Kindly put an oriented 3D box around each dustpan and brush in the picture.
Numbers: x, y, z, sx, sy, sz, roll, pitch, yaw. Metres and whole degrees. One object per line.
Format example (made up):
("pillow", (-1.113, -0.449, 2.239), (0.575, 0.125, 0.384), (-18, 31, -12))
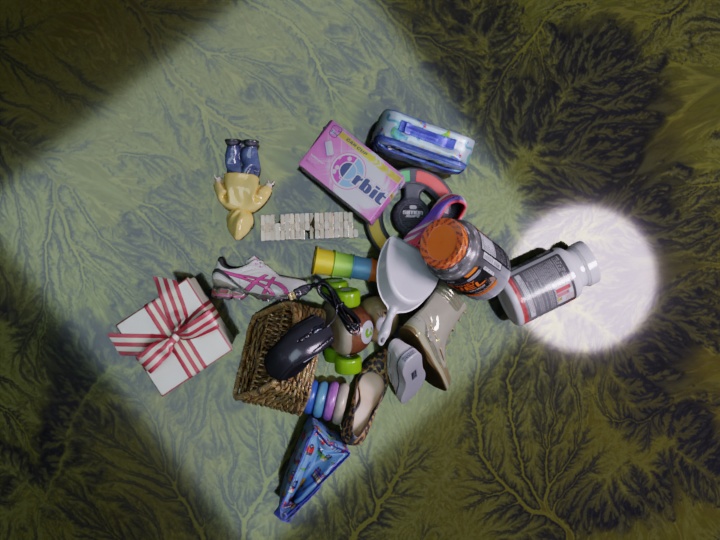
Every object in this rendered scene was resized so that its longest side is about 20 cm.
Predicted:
("dustpan and brush", (0.075, 0.052, 1.670), (0.139, 0.057, 0.202), (28, 62, -23))

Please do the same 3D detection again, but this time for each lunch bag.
("lunch bag", (-0.116, 0.407, 1.702), (0.094, 0.151, 0.201), (34, 88, -6))
("lunch bag", (0.122, -0.254, 1.700), (0.197, 0.161, 0.084), (18, 90, -7))

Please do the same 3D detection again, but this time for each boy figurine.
("boy figurine", (-0.235, -0.163, 1.716), (0.122, 0.064, 0.203), (-1, 93, -6))

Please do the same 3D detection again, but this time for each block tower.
("block tower", (-0.106, -0.091, 1.736), (0.197, 0.054, 0.059), (-1, 93, -6))

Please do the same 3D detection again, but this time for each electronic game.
("electronic game", (0.106, -0.112, 1.763), (0.197, 0.042, 0.203), (0, 92, -5))

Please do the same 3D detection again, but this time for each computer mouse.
("computer mouse", (-0.110, 0.101, 1.579), (0.199, 0.046, 0.141), (-33, 72, -10))

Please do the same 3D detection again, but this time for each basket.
("basket", (-0.157, 0.159, 1.658), (0.147, 0.143, 0.202), (16, 57, -6))

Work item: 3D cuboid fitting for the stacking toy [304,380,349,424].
("stacking toy", (-0.126, 0.252, 1.740), (0.197, 0.085, 0.087), (13, 91, 1))

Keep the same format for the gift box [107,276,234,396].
("gift box", (-0.367, 0.116, 1.650), (0.184, 0.187, 0.201), (-38, 96, -4))

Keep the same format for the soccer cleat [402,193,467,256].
("soccer cleat", (0.142, -0.072, 1.715), (0.068, 0.073, 0.201), (40, 89, -14))

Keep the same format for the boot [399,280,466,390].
("boot", (0.168, 0.137, 1.756), (0.155, 0.071, 0.201), (-51, 131, -28))

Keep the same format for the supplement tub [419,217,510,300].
("supplement tub", (0.204, -0.024, 1.664), (0.121, 0.199, 0.124), (-13, 65, 31))

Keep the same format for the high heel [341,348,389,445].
("high heel", (0.020, 0.256, 1.715), (0.071, 0.143, 0.202), (26, 89, -6))

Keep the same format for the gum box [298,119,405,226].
("gum box", (-0.021, -0.199, 1.717), (0.199, 0.066, 0.114), (38, 88, 7))

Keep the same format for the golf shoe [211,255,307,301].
("golf shoe", (-0.202, 0.017, 1.720), (0.197, 0.073, 0.094), (3, 90, -6))

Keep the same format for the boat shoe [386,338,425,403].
("boat shoe", (0.083, 0.202, 1.715), (0.072, 0.201, 0.066), (-40, 63, -15))

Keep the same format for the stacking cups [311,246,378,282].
("stacking cups", (0.000, 0.000, 1.749), (0.197, 0.060, 0.061), (12, 91, -8))

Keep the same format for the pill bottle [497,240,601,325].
("pill bottle", (0.387, 0.023, 1.758), (0.198, 0.116, 0.117), (-25, 94, -4))

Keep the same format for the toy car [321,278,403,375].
("toy car", (0.030, 0.104, 1.718), (0.197, 0.158, 0.167), (-5, 103, -18))
